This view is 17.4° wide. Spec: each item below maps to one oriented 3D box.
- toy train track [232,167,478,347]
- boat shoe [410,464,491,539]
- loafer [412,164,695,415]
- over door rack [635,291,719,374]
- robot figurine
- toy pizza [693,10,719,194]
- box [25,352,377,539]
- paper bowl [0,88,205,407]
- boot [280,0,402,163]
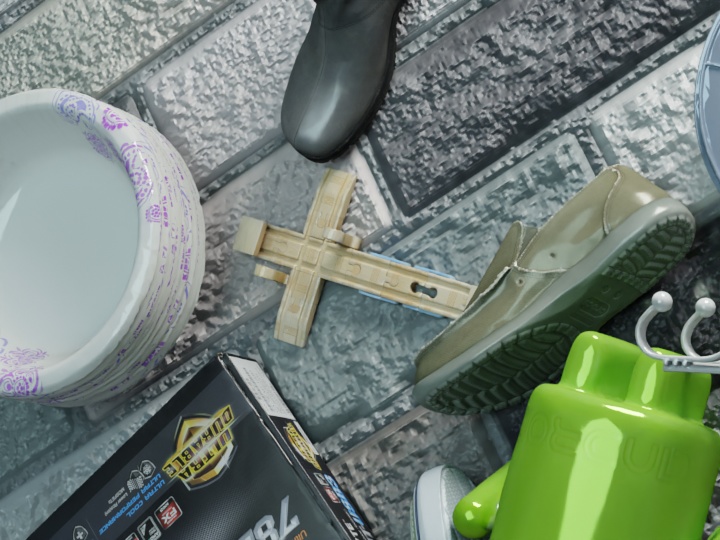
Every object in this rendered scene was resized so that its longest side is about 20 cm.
[{"bbox_3d":[0.000,0.000,1.478,0.199,0.032,0.116,17,89,29],"label":"toy train track"},{"bbox_3d":[0.056,0.217,1.388,0.062,0.072,0.201,-22,72,29],"label":"boat shoe"},{"bbox_3d":[0.108,0.012,1.403,0.200,0.075,0.070,-38,54,12],"label":"loafer"},{"bbox_3d":[0.267,0.044,1.261,0.199,0.147,0.067,14,93,30],"label":"over door rack"},{"bbox_3d":[0.136,0.140,1.331,0.174,0.115,0.202,13,87,32],"label":"robot figurine"},{"bbox_3d":[0.287,-0.102,1.341,0.199,0.032,0.202,-5,79,27],"label":"toy pizza"},{"bbox_3d":[-0.094,0.191,1.487,0.200,0.050,0.199,-42,63,16],"label":"box"},{"bbox_3d":[-0.191,-0.011,1.543,0.199,0.104,0.202,-6,78,28],"label":"paper bowl"},{"bbox_3d":[-0.022,-0.174,1.464,0.069,0.131,0.201,22,92,29],"label":"boot"}]
